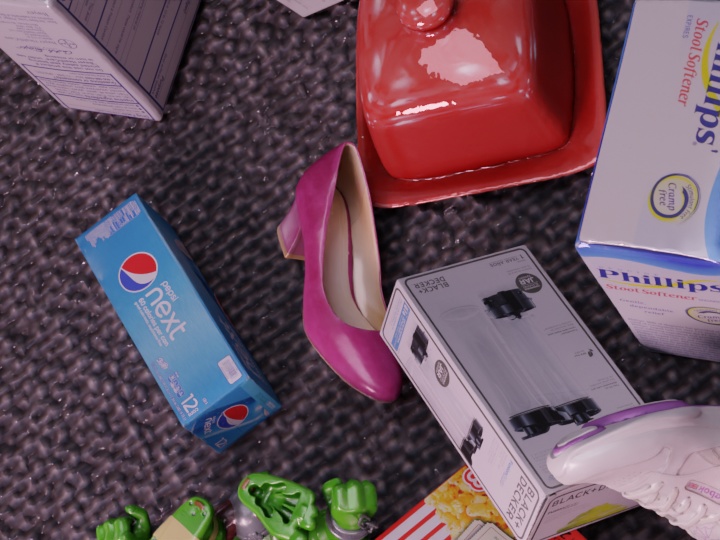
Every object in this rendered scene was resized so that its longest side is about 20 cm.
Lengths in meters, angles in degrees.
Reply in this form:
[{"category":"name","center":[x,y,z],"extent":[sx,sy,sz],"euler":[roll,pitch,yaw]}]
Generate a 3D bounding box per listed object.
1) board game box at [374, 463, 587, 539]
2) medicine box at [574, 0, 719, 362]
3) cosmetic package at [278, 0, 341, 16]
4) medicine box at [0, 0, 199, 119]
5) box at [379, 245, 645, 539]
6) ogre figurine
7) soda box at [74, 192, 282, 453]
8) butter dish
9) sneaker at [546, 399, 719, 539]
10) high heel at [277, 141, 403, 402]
[{"category":"board game box","center":[0.063,0.235,1.301],"extent":[0.200,0.046,0.151],"euler":[-38,56,-17]},{"category":"medicine box","center":[0.233,-0.055,1.297],"extent":[0.103,0.200,0.183],"euler":[7,70,26]},{"category":"cosmetic package","center":[-0.008,-0.282,1.521],"extent":[0.200,0.113,0.081],"euler":[-17,57,38]},{"category":"medicine box","center":[-0.216,-0.249,1.572],"extent":[0.103,0.200,0.183],"euler":[9,71,24]},{"category":"box","center":[0.113,0.083,1.338],"extent":[0.116,0.060,0.200],"euler":[-16,53,-29]},{"category":"ogre figurine","center":[-0.070,0.185,1.371],"extent":[0.200,0.120,0.098],"euler":[-31,63,10]},{"category":"soda box","center":[-0.141,0.039,1.497],"extent":[0.064,0.068,0.200],"euler":[-36,58,4]},{"category":"butter dish","center":[0.070,-0.168,1.451],"extent":[0.199,0.148,0.200],"euler":[-10,64,20]},{"category":"sneaker","center":[0.213,0.133,1.246],"extent":[0.075,0.200,0.100],"euler":[-27,67,61]},{"category":"high heel","center":[0.000,0.000,1.440],"extent":[0.096,0.067,0.200],"euler":[-55,39,33]}]
